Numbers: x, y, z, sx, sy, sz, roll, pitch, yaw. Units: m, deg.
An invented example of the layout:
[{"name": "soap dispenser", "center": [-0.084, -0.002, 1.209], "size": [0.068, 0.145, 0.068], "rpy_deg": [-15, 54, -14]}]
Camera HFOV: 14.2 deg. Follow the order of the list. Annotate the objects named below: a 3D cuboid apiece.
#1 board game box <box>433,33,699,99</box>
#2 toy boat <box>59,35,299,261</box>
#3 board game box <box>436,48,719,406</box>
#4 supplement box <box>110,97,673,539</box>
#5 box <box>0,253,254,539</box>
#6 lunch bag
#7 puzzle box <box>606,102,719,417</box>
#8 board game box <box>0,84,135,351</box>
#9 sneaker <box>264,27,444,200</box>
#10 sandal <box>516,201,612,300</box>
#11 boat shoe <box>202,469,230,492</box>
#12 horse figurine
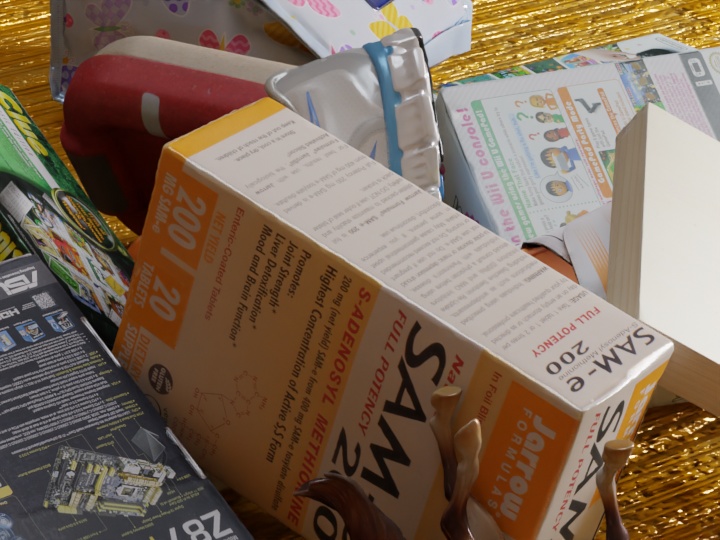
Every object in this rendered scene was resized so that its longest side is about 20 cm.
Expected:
[{"name": "board game box", "center": [0.127, -0.061, 1.516], "size": [0.200, 0.064, 0.148], "rpy_deg": [-16, 27, -32]}, {"name": "toy boat", "center": [-0.068, -0.024, 1.387], "size": [0.200, 0.131, 0.131], "rpy_deg": [13, 56, 31]}, {"name": "board game box", "center": [0.142, -0.020, 1.308], "size": [0.200, 0.064, 0.148], "rpy_deg": [-8, 60, -21]}, {"name": "supplement box", "center": [0.005, 0.039, 1.115], "size": [0.200, 0.126, 0.074], "rpy_deg": [32, 35, 22]}, {"name": "box", "center": [-0.162, 0.087, 1.078], "size": [0.200, 0.049, 0.161], "rpy_deg": [-21, 59, -40]}, {"name": "lunch bag", "center": [-0.052, -0.149, 1.653], "size": [0.200, 0.127, 0.170], "rpy_deg": [19, 30, 24]}, {"name": "puzzle box", "center": [0.187, 0.027, 1.166], "size": [0.200, 0.025, 0.133], "rpy_deg": [29, 39, -17]}, {"name": "board game box", "center": [-0.147, -0.023, 1.299], "size": [0.200, 0.023, 0.105], "rpy_deg": [52, 18, 30]}, {"name": "sneaker", "center": [0.000, 0.000, 1.236], "size": [0.087, 0.200, 0.075], "rpy_deg": [-9, -14, 2]}, {"name": "sandal", "center": [0.136, -0.004, 1.213], "size": [0.207, 0.059, 0.079], "rpy_deg": [-17, 65, -24]}, {"name": "boat shoe", "center": [-0.037, 0.040, 1.262], "size": [0.072, 0.065, 0.200], "rpy_deg": [17, 27, 34]}, {"name": "horse figurine", "center": [0.070, 0.116, 1.016], "size": [0.200, 0.133, 0.050], "rpy_deg": [9, 19, 38]}]
